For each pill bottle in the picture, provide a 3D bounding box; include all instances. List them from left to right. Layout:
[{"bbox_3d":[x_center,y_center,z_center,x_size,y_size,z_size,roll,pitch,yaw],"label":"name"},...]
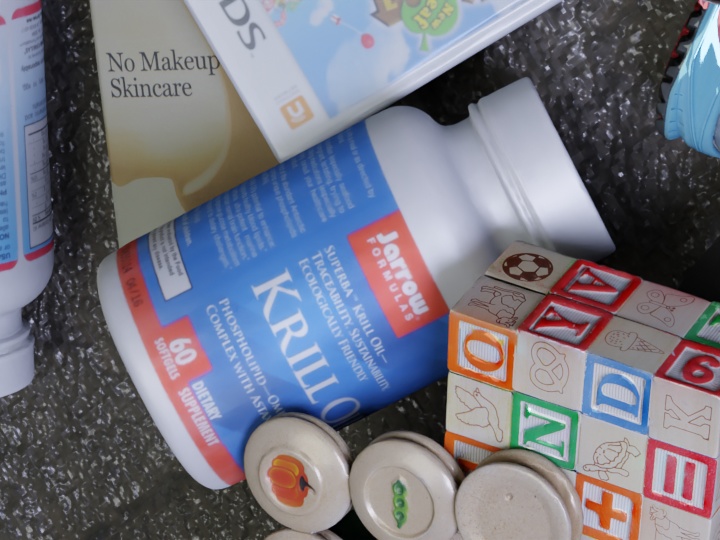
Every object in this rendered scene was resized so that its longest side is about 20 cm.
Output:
[{"bbox_3d":[-0.202,-0.043,1.328,0.108,0.109,0.202,7,106,28],"label":"pill bottle"},{"bbox_3d":[0.000,0.000,1.161,0.199,0.112,0.113,-28,88,5],"label":"pill bottle"}]

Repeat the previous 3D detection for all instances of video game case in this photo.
[{"bbox_3d":[0.006,-0.172,1.167,0.199,0.022,0.183,-31,93,8],"label":"video game case"}]

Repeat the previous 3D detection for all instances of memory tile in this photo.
[{"bbox_3d":[0.023,0.157,1.122,0.152,0.017,0.202,9,115,27],"label":"memory tile"}]

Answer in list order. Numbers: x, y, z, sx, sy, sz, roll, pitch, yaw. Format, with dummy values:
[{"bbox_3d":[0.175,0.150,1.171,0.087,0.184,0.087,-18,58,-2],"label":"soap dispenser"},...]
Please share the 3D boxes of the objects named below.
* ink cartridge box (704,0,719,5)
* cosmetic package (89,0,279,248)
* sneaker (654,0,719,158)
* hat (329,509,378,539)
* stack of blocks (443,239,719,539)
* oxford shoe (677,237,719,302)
[{"bbox_3d":[0.123,-0.212,1.045,0.175,0.083,0.201,34,107,49],"label":"ink cartridge box"},{"bbox_3d":[-0.060,-0.090,1.254,0.105,0.071,0.202,-1,103,29],"label":"cosmetic package"},{"bbox_3d":[0.195,-0.128,1.108,0.095,0.079,0.201,25,120,3],"label":"sneaker"},{"bbox_3d":[0.083,0.117,1.218,0.175,0.166,0.200,-32,126,3],"label":"hat"},{"bbox_3d":[0.095,0.100,1.107,0.114,0.059,0.201,17,127,24],"label":"stack of blocks"},{"bbox_3d":[0.158,0.046,1.133,0.071,0.072,0.201,14,134,-14],"label":"oxford shoe"}]
